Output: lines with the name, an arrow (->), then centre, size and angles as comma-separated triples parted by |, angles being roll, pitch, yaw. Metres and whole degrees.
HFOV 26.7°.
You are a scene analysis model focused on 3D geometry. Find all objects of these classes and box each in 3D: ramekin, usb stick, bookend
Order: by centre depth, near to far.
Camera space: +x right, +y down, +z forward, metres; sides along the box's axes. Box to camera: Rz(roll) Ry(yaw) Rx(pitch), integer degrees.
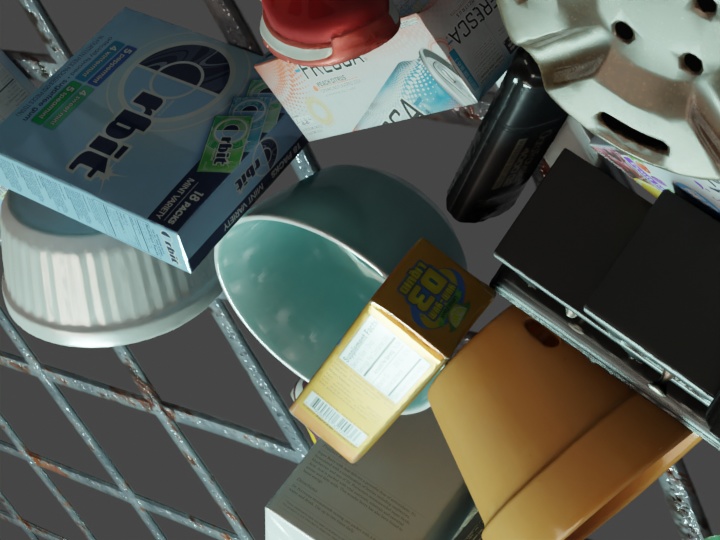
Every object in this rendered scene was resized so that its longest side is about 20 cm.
bookend -> 0.155, 0.010, 0.852 | 0.198, 0.093, 0.200 | 36, -179, 20
usb stick -> 0.096, -0.084, 0.939 | 0.200, 0.055, 0.033 | 112, 137, -65
ramekin -> -0.207, -0.034, 1.259 | 0.201, 0.202, 0.095 | 21, 134, 32

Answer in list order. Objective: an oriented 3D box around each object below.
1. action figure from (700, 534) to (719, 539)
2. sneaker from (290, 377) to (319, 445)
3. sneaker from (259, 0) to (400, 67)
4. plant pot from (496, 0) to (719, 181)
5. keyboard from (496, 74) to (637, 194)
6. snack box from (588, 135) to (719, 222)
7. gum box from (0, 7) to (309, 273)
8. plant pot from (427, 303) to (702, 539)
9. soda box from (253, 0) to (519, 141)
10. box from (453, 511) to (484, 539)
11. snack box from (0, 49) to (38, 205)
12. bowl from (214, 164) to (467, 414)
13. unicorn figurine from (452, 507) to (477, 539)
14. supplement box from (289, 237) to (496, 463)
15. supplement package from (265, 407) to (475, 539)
action figure -> 0.341, 0.280, 1.171 | 0.117, 0.055, 0.200 | -8, 130, 51
sneaker -> 0.014, 0.170, 1.407 | 0.201, 0.075, 0.090 | 54, 158, -11
sneaker -> -0.045, -0.201, 0.879 | 0.200, 0.078, 0.116 | 50, 164, 53
plant pot -> 0.163, -0.157, 0.615 | 0.199, 0.199, 0.201 | 30, 150, 20
keyboard -> 0.118, -0.101, 0.953 | 0.056, 0.011, 0.201 | 3, 134, 56
snack box -> 0.213, -0.039, 0.769 | 0.141, 0.053, 0.200 | 35, 179, -14
gum box -> -0.149, -0.102, 1.108 | 0.198, 0.170, 0.045 | 24, 148, 29
plant pot -> 0.138, 0.097, 1.032 | 0.140, 0.199, 0.201 | 50, 154, 15
soda box -> 0.016, -0.136, 0.958 | 0.069, 0.064, 0.199 | 52, 154, -19
box -> 0.109, 0.234, 1.231 | 0.051, 0.200, 0.158 | 35, 151, 18
snack box -> -0.366, -0.148, 1.421 | 0.200, 0.068, 0.168 | 47, 151, -14
bowl -> 0.000, 0.000, 1.128 | 0.199, 0.105, 0.202 | 25, 147, 18
unicorn figurine -> 0.148, 0.273, 1.339 | 0.201, 0.137, 0.074 | 53, 156, 12
supplement box -> 0.017, 0.058, 1.024 | 0.069, 0.067, 0.200 | 39, 148, 0
supplement package -> 0.026, 0.177, 1.253 | 0.120, 0.200, 0.120 | 31, 150, 17
